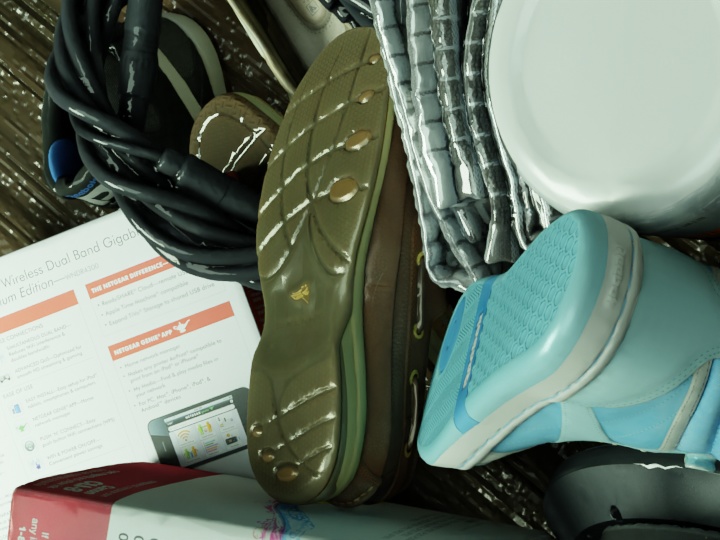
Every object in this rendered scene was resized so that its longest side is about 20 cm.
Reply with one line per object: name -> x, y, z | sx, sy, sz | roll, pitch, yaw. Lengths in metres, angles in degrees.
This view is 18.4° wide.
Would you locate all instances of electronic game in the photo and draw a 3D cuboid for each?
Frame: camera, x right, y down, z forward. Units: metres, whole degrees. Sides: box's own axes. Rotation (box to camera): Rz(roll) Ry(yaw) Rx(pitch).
electronic game -> 0.171, 0.124, 0.923 | 0.199, 0.200, 0.042 | 7, 62, 33

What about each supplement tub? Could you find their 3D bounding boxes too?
supplement tub -> 0.148, -0.072, 0.858 | 0.122, 0.199, 0.123 | -1, 89, 36

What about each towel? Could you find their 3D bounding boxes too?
towel -> 0.073, -0.103, 0.933 | 0.085, 0.165, 0.201 | -8, 97, 27

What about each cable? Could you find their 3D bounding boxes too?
cable -> -0.043, -0.075, 0.978 | 0.163, 0.051, 0.201 | -31, 86, -10

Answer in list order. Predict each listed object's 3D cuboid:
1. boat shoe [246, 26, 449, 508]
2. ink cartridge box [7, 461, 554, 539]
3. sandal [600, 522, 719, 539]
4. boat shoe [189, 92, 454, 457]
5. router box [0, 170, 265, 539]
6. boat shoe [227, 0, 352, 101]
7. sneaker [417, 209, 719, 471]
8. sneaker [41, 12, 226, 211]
boat shoe -> 0.000, 0.000, 0.934 | 0.072, 0.067, 0.202 | -3, 78, 48
ink cartridge box -> -0.034, 0.169, 0.922 | 0.199, 0.145, 0.146 | 7, 91, 16
sandal -> 0.172, 0.155, 0.878 | 0.075, 0.200, 0.045 | -10, 51, 54
boat shoe -> -0.005, -0.002, 1.061 | 0.072, 0.076, 0.201 | -42, 76, 38
router box -> -0.121, 0.071, 1.045 | 0.199, 0.049, 0.181 | -20, 91, 17
boat shoe -> -0.001, -0.084, 1.046 | 0.072, 0.065, 0.201 | -42, 77, 33
sneaker -> 0.102, 0.048, 0.840 | 0.200, 0.130, 0.080 | 139, 148, -71
sneaker -> -0.099, -0.026, 1.097 | 0.073, 0.112, 0.201 | -26, 85, 37
